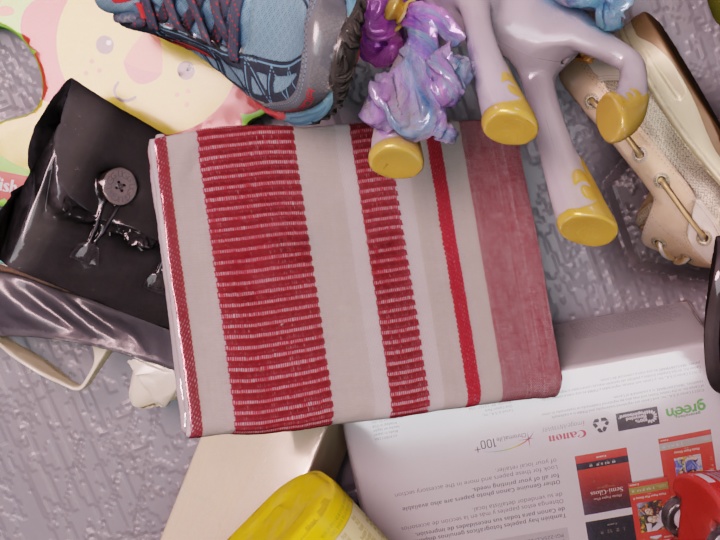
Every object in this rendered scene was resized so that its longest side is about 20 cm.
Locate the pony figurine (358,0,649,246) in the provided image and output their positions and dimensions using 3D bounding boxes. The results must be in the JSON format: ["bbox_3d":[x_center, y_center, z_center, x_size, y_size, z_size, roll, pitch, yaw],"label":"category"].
[{"bbox_3d":[0.052,-0.128,0.661,0.192,0.201,0.167,17,141,-17],"label":"pony figurine"}]

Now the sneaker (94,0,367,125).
[{"bbox_3d":[-0.076,-0.120,0.626,0.095,0.200,0.080,0,113,-37],"label":"sneaker"}]

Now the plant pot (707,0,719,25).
[{"bbox_3d":[0.279,-0.100,0.672,0.199,0.201,0.194,-21,112,6],"label":"plant pot"}]

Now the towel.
[{"bbox_3d":[0.000,0.000,0.669,0.199,0.023,0.145,-4,79,-26],"label":"towel"}]

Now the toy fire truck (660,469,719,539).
[{"bbox_3d":[0.222,0.198,0.722,0.140,0.049,0.202,-2,102,-20],"label":"toy fire truck"}]

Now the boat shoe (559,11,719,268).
[{"bbox_3d":[0.178,-0.037,0.742,0.065,0.072,0.201,-31,98,17],"label":"boat shoe"}]

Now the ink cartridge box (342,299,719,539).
[{"bbox_3d":[0.103,0.127,0.768,0.198,0.084,0.177,-10,104,4],"label":"ink cartridge box"}]

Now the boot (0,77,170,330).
[{"bbox_3d":[-0.066,-0.043,0.698,0.199,0.066,0.166,23,73,-20],"label":"boot"}]

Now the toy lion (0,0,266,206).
[{"bbox_3d":[-0.143,-0.102,0.743,0.198,0.069,0.193,11,95,-2],"label":"toy lion"}]

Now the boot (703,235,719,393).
[{"bbox_3d":[0.273,0.045,0.661,0.199,0.069,0.189,-6,130,28],"label":"boot"}]

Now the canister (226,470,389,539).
[{"bbox_3d":[-0.002,0.217,0.687,0.149,0.086,0.200,-44,104,-11],"label":"canister"}]

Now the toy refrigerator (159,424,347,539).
[{"bbox_3d":[-0.077,0.165,0.754,0.070,0.076,0.201,20,86,13],"label":"toy refrigerator"}]

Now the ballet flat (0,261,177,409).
[{"bbox_3d":[-0.132,0.037,0.764,0.199,0.073,0.074,14,102,5],"label":"ballet flat"}]
